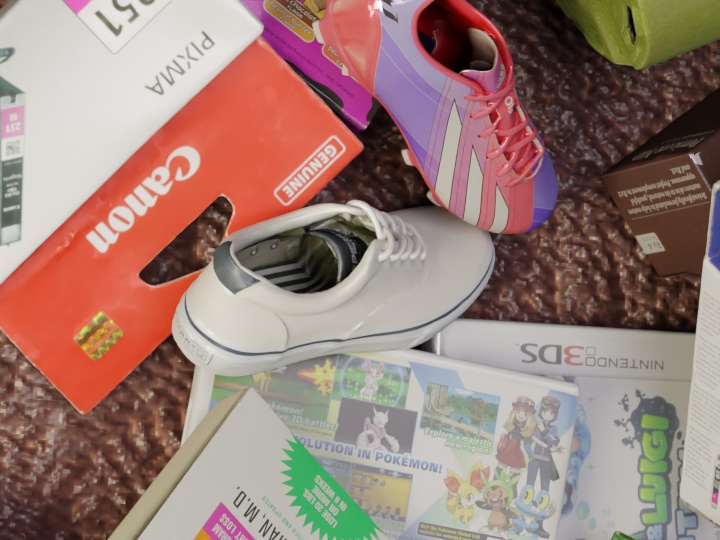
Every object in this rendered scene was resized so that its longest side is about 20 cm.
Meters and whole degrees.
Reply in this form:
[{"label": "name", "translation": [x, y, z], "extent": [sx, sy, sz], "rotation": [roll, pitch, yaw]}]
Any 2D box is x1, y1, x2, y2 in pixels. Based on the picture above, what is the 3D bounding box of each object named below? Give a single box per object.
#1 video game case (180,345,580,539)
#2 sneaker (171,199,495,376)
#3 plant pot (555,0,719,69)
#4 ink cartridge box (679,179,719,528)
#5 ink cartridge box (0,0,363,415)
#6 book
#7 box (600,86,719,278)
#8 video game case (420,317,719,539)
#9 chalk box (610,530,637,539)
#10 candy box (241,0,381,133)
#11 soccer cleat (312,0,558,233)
[{"label": "video game case", "translation": [0.002, 0.128, 1.422], "extent": [0.199, 0.022, 0.183], "rotation": [12, 82, -13]}, {"label": "sneaker", "translation": [0.000, 0.000, 1.396], "extent": [0.200, 0.071, 0.073], "rotation": [-20, 65, -42]}, {"label": "plant pot", "translation": [0.186, -0.199, 1.438], "extent": [0.190, 0.200, 0.201], "rotation": [-30, 97, -11]}, {"label": "ink cartridge box", "translation": [0.254, 0.014, 1.478], "extent": [0.196, 0.043, 0.201], "rotation": [-25, 133, -32]}, {"label": "ink cartridge box", "translation": [-0.122, -0.053, 1.357], "extent": [0.200, 0.044, 0.174], "rotation": [-44, 103, -1]}, {"label": "book", "translation": [-0.066, 0.170, 1.325], "extent": [0.134, 0.048, 0.200], "rotation": [48, 49, -13]}, {"label": "box", "translation": [0.238, -0.080, 1.520], "extent": [0.200, 0.100, 0.075], "rotation": [-38, 100, -23]}, {"label": "video game case", "translation": [0.115, 0.129, 1.487], "extent": [0.181, 0.024, 0.201], "rotation": [4, 84, -23]}, {"label": "chalk box", "translation": [0.156, 0.257, 1.423], "extent": [0.124, 0.124, 0.201], "rotation": [25, 90, -24]}, {"label": "candy box", "translation": [-0.010, -0.186, 1.440], "extent": [0.136, 0.061, 0.200], "rotation": [37, 73, -16]}, {"label": "soccer cleat", "translation": [0.054, -0.082, 1.391], "extent": [0.200, 0.076, 0.067], "rotation": [48, 53, -40]}]
